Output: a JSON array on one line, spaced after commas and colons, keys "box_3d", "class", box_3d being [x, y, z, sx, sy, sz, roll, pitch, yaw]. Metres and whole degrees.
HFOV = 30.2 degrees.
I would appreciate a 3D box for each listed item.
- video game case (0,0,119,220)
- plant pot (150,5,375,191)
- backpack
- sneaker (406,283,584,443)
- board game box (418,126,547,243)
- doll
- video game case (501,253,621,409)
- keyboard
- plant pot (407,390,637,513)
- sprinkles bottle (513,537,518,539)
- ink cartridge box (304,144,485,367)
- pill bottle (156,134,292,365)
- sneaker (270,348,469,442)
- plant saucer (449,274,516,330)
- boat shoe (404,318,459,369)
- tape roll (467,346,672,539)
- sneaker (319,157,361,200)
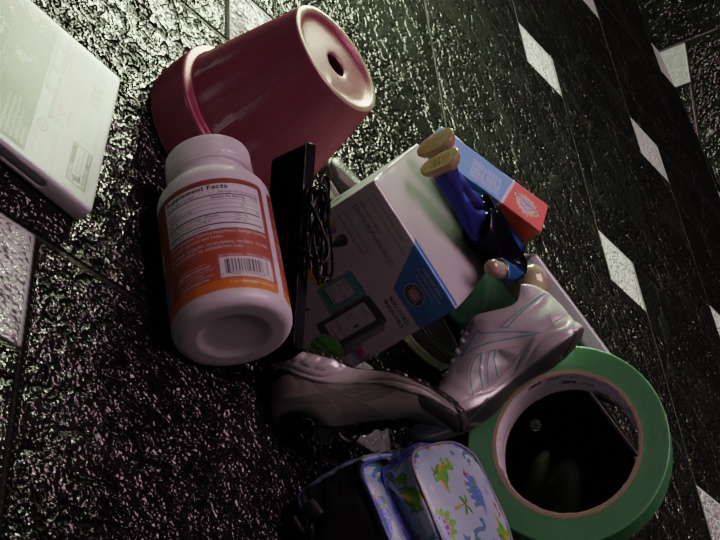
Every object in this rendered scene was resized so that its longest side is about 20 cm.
[{"box_3d": [-0.300, -0.166, 1.197, 0.182, 0.023, 0.202, 42, 31, -32], "class": "video game case"}, {"box_3d": [-0.090, -0.173, 1.398, 0.200, 0.178, 0.201, 41, 30, -30], "class": "plant pot"}, {"box_3d": [0.056, 0.248, 1.238, 0.185, 0.146, 0.200, 66, 22, 8], "class": "backpack"}, {"box_3d": [0.120, 0.094, 1.309, 0.081, 0.199, 0.071, 52, -3, 21], "class": "sneaker"}, {"box_3d": [0.082, -0.055, 1.458, 0.152, 0.200, 0.041, 33, 50, -17], "class": "board game box"}, {"box_3d": [0.126, -0.040, 1.324, 0.201, 0.048, 0.137, 52, 17, -29], "class": "doll"}, {"box_3d": [0.224, 0.065, 1.482, 0.201, 0.022, 0.182, 53, -5, -5], "class": "video game case"}, {"box_3d": [-0.054, -0.015, 1.253, 0.039, 0.104, 0.203, 8, 79, -30], "class": "keyboard"}, {"box_3d": [0.184, 0.180, 1.502, 0.201, 0.199, 0.178, 51, 13, -13], "class": "plant pot"}, {"box_3d": [0.140, 0.333, 1.299, 0.068, 0.068, 0.201, 49, 52, -16], "class": "sprinkles bottle"}, {"box_3d": [0.000, 0.000, 1.344, 0.148, 0.199, 0.146, 56, 27, -5], "class": "ink cartridge box"}, {"box_3d": [-0.130, -0.023, 1.239, 0.112, 0.112, 0.202, 29, 38, -44], "class": "pill bottle"}, {"box_3d": [0.007, 0.129, 1.255, 0.074, 0.197, 0.080, 44, 58, -68], "class": "sneaker"}, {"box_3d": [0.135, -0.007, 1.652, 0.035, 0.201, 0.202, -8, 62, -21], "class": "plant saucer"}, {"box_3d": [0.062, 0.026, 1.580, 0.201, 0.064, 0.072, 55, 26, -6], "class": "boat shoe"}, {"box_3d": [0.206, 0.176, 1.316, 0.048, 0.198, 0.203, 59, 12, -61], "class": "tape roll"}, {"box_3d": [0.048, -0.080, 1.613, 0.200, 0.115, 0.075, 48, 27, -21], "class": "sneaker"}]
